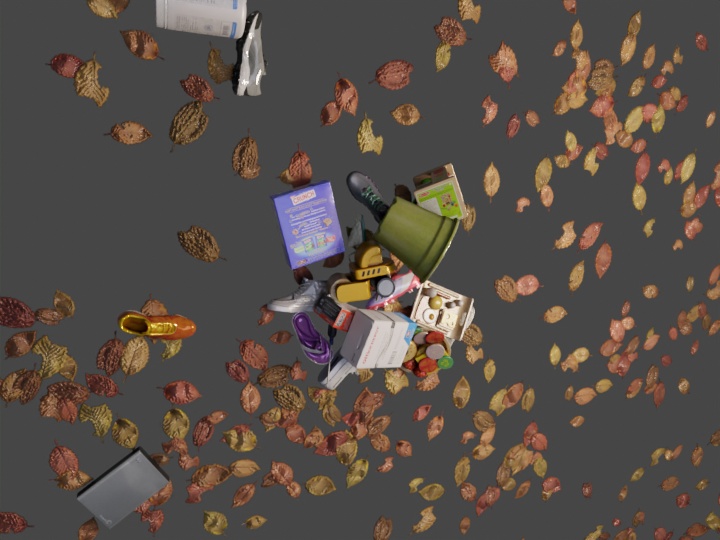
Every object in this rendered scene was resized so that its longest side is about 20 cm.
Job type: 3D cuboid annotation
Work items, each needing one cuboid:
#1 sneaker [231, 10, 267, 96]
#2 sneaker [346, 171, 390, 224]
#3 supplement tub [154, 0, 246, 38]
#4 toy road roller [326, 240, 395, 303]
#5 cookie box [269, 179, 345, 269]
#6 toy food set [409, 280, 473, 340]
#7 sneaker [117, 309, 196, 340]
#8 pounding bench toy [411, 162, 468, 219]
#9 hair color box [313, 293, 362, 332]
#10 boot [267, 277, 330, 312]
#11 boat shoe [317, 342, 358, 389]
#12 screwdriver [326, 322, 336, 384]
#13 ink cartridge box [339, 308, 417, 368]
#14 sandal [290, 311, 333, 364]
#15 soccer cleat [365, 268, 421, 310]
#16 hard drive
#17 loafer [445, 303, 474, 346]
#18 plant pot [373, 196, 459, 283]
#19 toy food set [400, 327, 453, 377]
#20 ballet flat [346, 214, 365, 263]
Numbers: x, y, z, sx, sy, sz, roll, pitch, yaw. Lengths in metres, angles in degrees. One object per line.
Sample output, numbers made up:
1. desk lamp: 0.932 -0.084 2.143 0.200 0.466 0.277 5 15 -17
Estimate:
1. sneaker: -0.269 -0.538 1.319 0.078 0.074 0.204 3 109 -32
2. sneaker: 0.042 -0.206 1.521 0.075 0.087 0.200 -47 116 -5
3. supplement tub: -0.369 -0.617 1.216 0.196 0.132 0.135 -1 104 -23
4. toy road roller: 0.000 0.000 1.482 0.195 0.123 0.149 -10 104 -10
5. cookie box: -0.146 -0.131 1.469 0.168 0.075 0.204 -18 110 -17
6. toy food set: 0.258 0.124 1.687 0.197 0.060 0.146 22 81 -17
7. sneaker: -0.531 0.152 1.381 0.196 0.077 0.075 8 99 -26
8. pounding bench toy: 0.198 -0.210 1.561 0.196 0.157 0.126 -20 114 13
9. hair color box: -0.033 0.139 1.539 0.199 0.101 0.062 28 93 -47
10. boot: -0.173 0.066 1.520 0.196 0.073 0.098 1 98 -32
11. boat shoe: -0.036 0.290 1.627 0.086 0.075 0.203 42 88 -25
12. screwdriver: -0.086 0.240 1.588 0.028 0.028 0.205 -1 84 16
13. ink cartridge box: 0.053 0.196 1.515 0.198 0.084 0.147 10 106 -47
14. sandal: -0.146 0.209 1.572 0.082 0.050 0.204 -38 115 -9
15. soccer cleat: 0.096 0.057 1.636 0.197 0.067 0.078 -27 81 -8
16. hard drive: -0.657 0.604 1.471 0.198 0.033 0.141 -36 115 -10
17. loafer: 0.304 0.196 1.762 0.071 0.063 0.201 37 84 7
18. plant pot: 0.140 -0.099 1.437 0.182 0.200 0.203 30 91 -3
19. toy food set: 0.195 0.262 1.687 0.196 0.049 0.201 -30 115 20
20. ballet flat: -0.008 -0.059 1.554 0.070 0.072 0.204 -15 109 -18
